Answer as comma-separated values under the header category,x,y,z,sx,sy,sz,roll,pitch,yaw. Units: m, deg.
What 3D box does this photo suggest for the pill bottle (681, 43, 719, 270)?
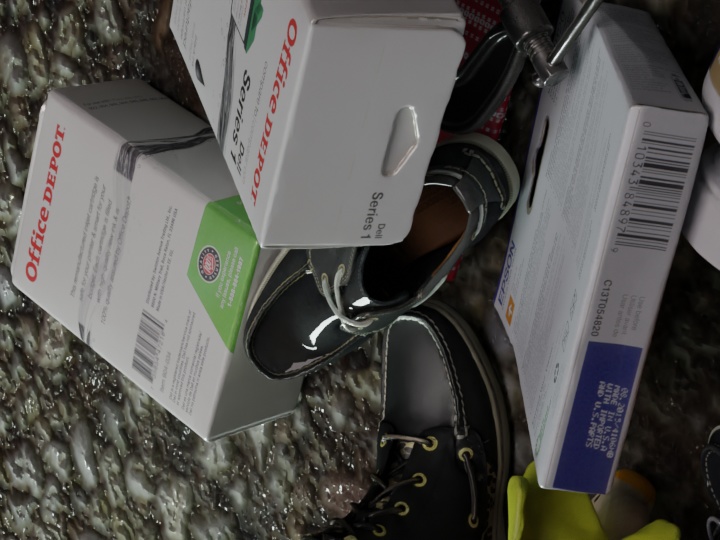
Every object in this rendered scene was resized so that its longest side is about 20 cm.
category,x,y,z,sx,sy,sz,roll,pitch,yaw
pill bottle,0.218,-0.090,0.831,0.120,0.119,0.201,40,125,29

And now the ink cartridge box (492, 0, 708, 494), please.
category,x,y,z,sx,sy,sz,roll,pitch,yaw
ink cartridge box,0.114,-0.023,0.949,0.200,0.040,0.201,-96,15,-64

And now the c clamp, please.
category,x,y,z,sx,sy,sz,roll,pitch,yaw
c clamp,0.050,-0.163,0.988,0.201,0.027,0.171,60,147,23

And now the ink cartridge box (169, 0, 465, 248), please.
category,x,y,z,sx,sy,sz,roll,pitch,yaw
ink cartridge box,-0.029,-0.128,0.996,0.201,0.084,0.147,-115,30,-44

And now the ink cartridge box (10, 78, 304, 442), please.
category,x,y,z,sx,sy,sz,roll,pitch,yaw
ink cartridge box,-0.118,-0.012,1.195,0.200,0.084,0.146,35,122,32

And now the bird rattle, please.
category,x,y,z,sx,sy,sz,roll,pitch,yaw
bird rattle,0.103,0.187,0.989,0.112,0.163,0.201,27,121,9

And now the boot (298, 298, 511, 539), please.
category,x,y,z,sx,sy,sz,roll,pitch,yaw
boot,0.013,0.128,1.057,0.073,0.153,0.205,-1,99,43

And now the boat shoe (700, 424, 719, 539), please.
category,x,y,z,sx,sy,sz,roll,pitch,yaw
boat shoe,0.190,0.144,0.898,0.201,0.062,0.075,-103,3,-53

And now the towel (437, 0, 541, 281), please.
category,x,y,z,sx,sy,sz,roll,pitch,yaw
towel,0.028,-0.113,1.073,0.144,0.022,0.201,35,123,33

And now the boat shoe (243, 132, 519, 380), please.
category,x,y,z,sx,sy,sz,roll,pitch,yaw
boat shoe,0.000,0.000,1.052,0.072,0.068,0.200,46,121,-9
